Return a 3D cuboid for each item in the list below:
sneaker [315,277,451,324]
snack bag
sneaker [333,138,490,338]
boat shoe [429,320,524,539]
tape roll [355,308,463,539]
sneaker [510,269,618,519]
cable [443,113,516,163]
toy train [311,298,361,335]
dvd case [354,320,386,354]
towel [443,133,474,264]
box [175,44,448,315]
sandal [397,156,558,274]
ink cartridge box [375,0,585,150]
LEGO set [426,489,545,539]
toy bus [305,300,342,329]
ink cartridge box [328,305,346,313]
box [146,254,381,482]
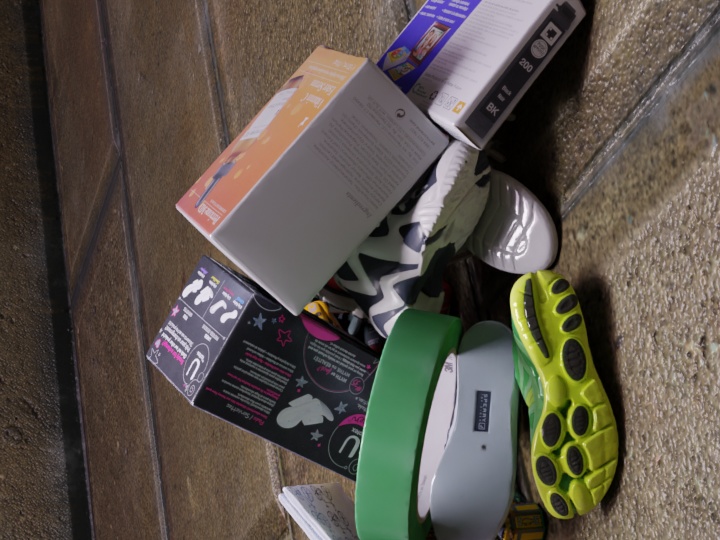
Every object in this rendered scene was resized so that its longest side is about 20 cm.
[{"bbox_3d":[0.000,0.000,1.463,0.086,0.199,0.077,-63,13,2],"label":"sneaker"},{"bbox_3d":[0.011,0.285,1.414,0.200,0.021,0.188,50,-174,16],"label":"snack bag"},{"bbox_3d":[0.030,-0.047,1.311,0.129,0.079,0.201,35,126,29],"label":"sneaker"},{"bbox_3d":[0.111,0.150,1.283,0.091,0.070,0.202,44,-126,-70],"label":"boat shoe"},{"bbox_3d":[0.044,0.135,1.248,0.200,0.048,0.203,11,-90,-78],"label":"tape roll"},{"bbox_3d":[0.167,0.101,1.211,0.084,0.073,0.202,51,-149,-82],"label":"sneaker"},{"bbox_3d":[0.057,-0.156,1.371,0.199,0.050,0.098,24,110,20],"label":"cable"},{"bbox_3d":[-0.046,0.053,1.675,0.201,0.084,0.115,109,163,-46],"label":"toy train"},{"bbox_3d":[0.005,0.002,1.668,0.146,0.022,0.202,155,114,-67],"label":"dvd case"},{"bbox_3d":[0.045,-0.088,1.407,0.030,0.145,0.202,44,-151,-66],"label":"towel"},{"bbox_3d":[-0.046,-0.083,1.285,0.200,0.106,0.152,-48,22,-4],"label":"box"},{"bbox_3d":[0.103,-0.064,1.328,0.202,0.050,0.083,29,121,34],"label":"sandal"},{"bbox_3d":[0.110,-0.213,1.284,0.201,0.043,0.198,-53,29,0],"label":"ink cartridge box"},{"bbox_3d":[0.075,0.238,1.359,0.200,0.115,0.155,-120,36,-52],"label":"LEGO set"},{"bbox_3d":[-0.033,0.102,1.569,0.201,0.065,0.079,58,-174,-43],"label":"toy bus"},{"bbox_3d":[0.014,-0.060,1.522,0.050,0.108,0.202,-147,59,-67],"label":"ink cartridge box"},{"bbox_3d":[-0.074,0.092,1.353,0.115,0.199,0.132,-59,32,0],"label":"box"}]
